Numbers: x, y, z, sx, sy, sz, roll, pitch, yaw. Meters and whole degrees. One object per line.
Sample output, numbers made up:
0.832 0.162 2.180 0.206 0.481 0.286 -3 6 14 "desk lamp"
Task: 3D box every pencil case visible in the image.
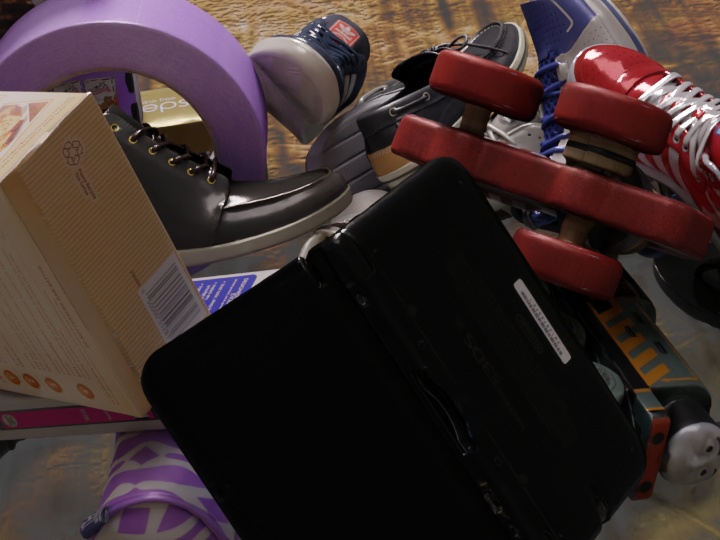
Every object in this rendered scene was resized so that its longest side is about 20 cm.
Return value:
-0.102 0.102 0.936 0.084 0.086 0.200 33 29 -15 "pencil case"

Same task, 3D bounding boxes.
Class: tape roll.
-0.162 -0.088 1.121 0.199 0.201 0.066 -4 32 1 "tape roll"

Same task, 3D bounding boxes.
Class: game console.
0.022 0.074 0.840 0.116 0.201 0.176 -28 7 43 "game console"

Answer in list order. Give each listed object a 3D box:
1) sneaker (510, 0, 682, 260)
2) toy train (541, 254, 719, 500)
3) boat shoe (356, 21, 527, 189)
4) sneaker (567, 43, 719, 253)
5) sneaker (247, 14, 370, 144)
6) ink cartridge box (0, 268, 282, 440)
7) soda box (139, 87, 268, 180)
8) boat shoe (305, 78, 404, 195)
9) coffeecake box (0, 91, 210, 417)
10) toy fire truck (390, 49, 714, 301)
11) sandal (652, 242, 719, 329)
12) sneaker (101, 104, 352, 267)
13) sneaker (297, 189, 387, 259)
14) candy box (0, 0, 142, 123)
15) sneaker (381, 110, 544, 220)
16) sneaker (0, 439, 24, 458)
0.146 -0.086 1.117 0.115 0.200 0.081 -28 5 -15 "sneaker"
0.135 0.058 0.972 0.113 0.086 0.200 -4 31 -18 "toy train"
0.060 -0.134 1.193 0.074 0.062 0.200 -22 20 45 "boat shoe"
0.204 -0.086 1.009 0.071 0.113 0.200 -40 70 -10 "sneaker"
-0.029 -0.151 1.184 0.085 0.075 0.200 -48 3 -6 "sneaker"
-0.119 0.046 0.914 0.199 0.037 0.095 -8 35 28 "ink cartridge box"
-0.173 -0.090 1.250 0.199 0.068 0.064 -10 34 -7 "soda box"
0.021 -0.102 1.258 0.071 0.072 0.200 -1 21 45 "boat shoe"
-0.195 -0.013 0.874 0.199 0.154 0.073 6 44 39 "coffeecake box"
0.120 -0.049 0.993 0.199 0.113 0.168 19 3 29 "toy fire truck"
0.265 0.019 1.044 0.075 0.045 0.200 -24 37 -25 "sandal"
-0.110 -0.060 1.051 0.199 0.107 0.075 -13 11 -1 "sneaker"
0.000 0.000 1.070 0.076 0.081 0.200 2 35 10 "sneaker"
-0.245 -0.175 1.144 0.167 0.201 0.072 -7 38 -4 "candy box"
0.095 -0.083 1.189 0.199 0.089 0.074 -16 35 -15 "sneaker"
-0.192 0.061 1.013 0.115 0.076 0.200 -1 32 1 "sneaker"
